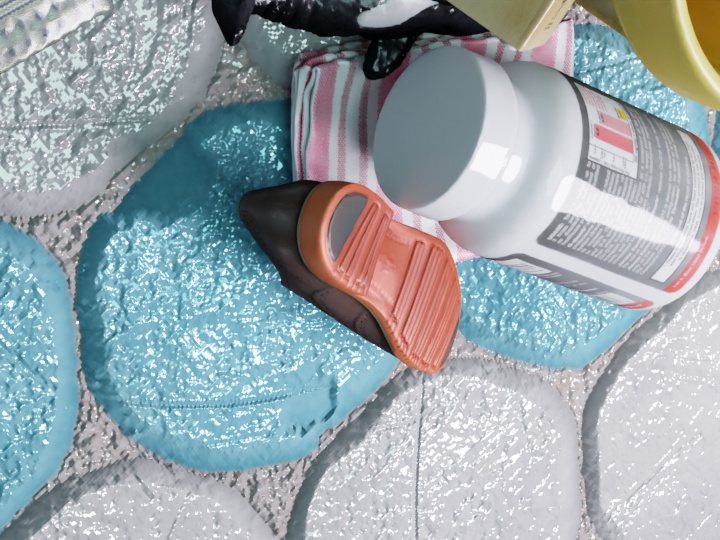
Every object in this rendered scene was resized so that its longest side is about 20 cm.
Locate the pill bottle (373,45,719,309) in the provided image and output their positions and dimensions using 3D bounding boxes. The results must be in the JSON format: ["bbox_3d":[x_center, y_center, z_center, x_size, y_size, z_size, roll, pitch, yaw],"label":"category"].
[{"bbox_3d":[0.112,-0.055,1.045,0.199,0.116,0.117,19,96,-37],"label":"pill bottle"}]

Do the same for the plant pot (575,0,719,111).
[{"bbox_3d":[0.205,-0.201,1.039,0.199,0.189,0.203,-9,110,-26],"label":"plant pot"}]

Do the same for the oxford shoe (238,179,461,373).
[{"bbox_3d":[0.000,0.000,1.038,0.200,0.072,0.072,48,60,-52],"label":"oxford shoe"}]

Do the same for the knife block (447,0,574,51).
[{"bbox_3d":[0.095,-0.209,0.897,0.199,0.064,0.176,36,108,8],"label":"knife block"}]

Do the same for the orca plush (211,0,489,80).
[{"bbox_3d":[0.010,-0.136,0.997,0.199,0.105,0.072,-15,117,-34],"label":"orca plush"}]

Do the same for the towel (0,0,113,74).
[{"bbox_3d":[-0.241,-0.174,0.899,0.199,0.034,0.194,-32,121,-20],"label":"towel"}]

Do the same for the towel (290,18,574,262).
[{"bbox_3d":[0.050,-0.070,1.088,0.198,0.030,0.148,-11,111,-26],"label":"towel"}]
